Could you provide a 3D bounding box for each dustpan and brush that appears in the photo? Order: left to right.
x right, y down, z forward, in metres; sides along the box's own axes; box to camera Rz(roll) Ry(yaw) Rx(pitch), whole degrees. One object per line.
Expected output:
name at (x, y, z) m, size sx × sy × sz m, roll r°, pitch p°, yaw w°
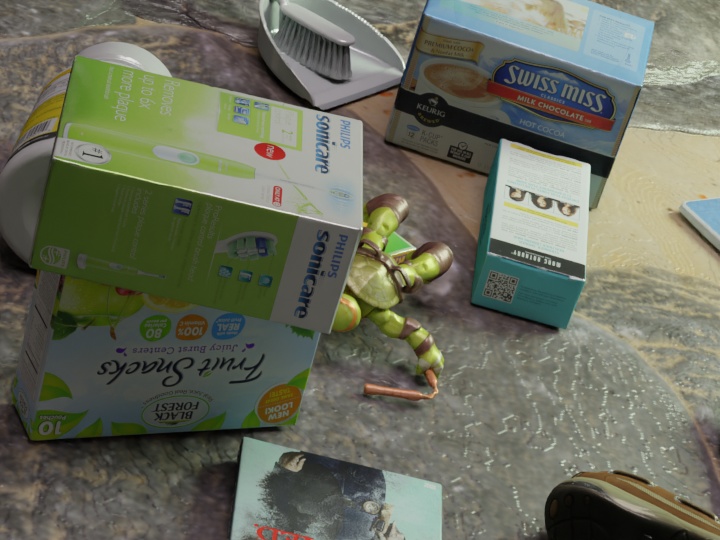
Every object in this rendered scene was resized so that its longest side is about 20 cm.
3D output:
dustpan and brush at (-0.062, -0.228, 2.180) m, size 0.200 × 0.057 × 0.139 m, roll 34°, pitch 34°, yaw 25°

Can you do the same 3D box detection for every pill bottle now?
pill bottle at (-0.200, -0.089, 1.835) m, size 0.114 × 0.115 × 0.200 m, roll 16°, pitch 31°, yaw -2°

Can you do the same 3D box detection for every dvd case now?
dvd case at (-0.017, 0.187, 1.575) m, size 0.145 × 0.022 × 0.200 m, roll 14°, pitch 32°, yaw -6°

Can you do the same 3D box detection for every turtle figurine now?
turtle figurine at (0.000, 0.000, 1.812) m, size 0.200 × 0.065 × 0.161 m, roll 35°, pitch 35°, yaw 4°

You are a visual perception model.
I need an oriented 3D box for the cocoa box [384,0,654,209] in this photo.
cocoa box at (0.140, -0.166, 2.110) m, size 0.199 × 0.132 × 0.134 m, roll 18°, pitch 33°, yaw 1°

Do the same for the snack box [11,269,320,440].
snack box at (-0.125, 0.040, 1.637) m, size 0.199 × 0.143 × 0.053 m, roll -2°, pitch 35°, yaw -28°

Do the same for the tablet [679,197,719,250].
tablet at (0.389, -0.030, 2.140) m, size 0.199 × 0.014 × 0.130 m, roll -7°, pitch 39°, yaw -34°

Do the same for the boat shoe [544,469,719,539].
boat shoe at (0.224, 0.189, 1.645) m, size 0.200 × 0.076 × 0.074 m, roll 30°, pitch 30°, yaw 19°

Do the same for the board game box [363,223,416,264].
board game box at (-0.045, -0.042, 1.927) m, size 0.095 × 0.030 × 0.200 m, roll -17°, pitch 47°, yaw -44°

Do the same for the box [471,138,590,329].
box at (0.141, -0.032, 1.980) m, size 0.082 × 0.049 × 0.200 m, roll 16°, pitch 31°, yaw -2°

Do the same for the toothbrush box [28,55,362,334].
toothbrush box at (-0.103, -0.051, 1.571) m, size 0.199 × 0.086 × 0.146 m, roll 14°, pitch 30°, yaw -8°
